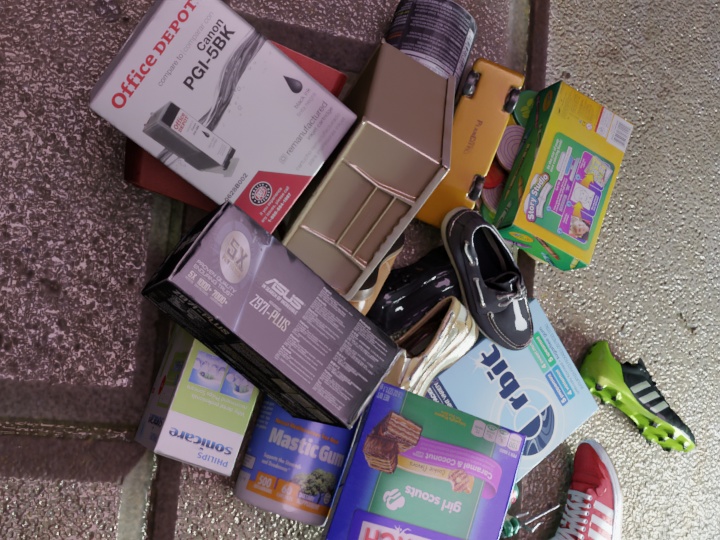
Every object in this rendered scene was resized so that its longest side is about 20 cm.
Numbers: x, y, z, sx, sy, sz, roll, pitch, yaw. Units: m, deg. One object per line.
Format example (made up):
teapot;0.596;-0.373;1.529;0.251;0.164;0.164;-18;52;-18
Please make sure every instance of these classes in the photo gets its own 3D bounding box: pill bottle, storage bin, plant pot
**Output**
pill bottle;-0.058;0.167;0.994;0.111;0.112;0.203;21;78;-18
storage bin;0.004;-0.104;0.929;0.093;0.199;0.201;28;34;-13
pill bottle;0.063;-0.219;1.083;0.105;0.106;0.202;23;77;-18
plant pot;-0.156;-0.153;0.952;0.198;0.200;0.178;20;89;-19

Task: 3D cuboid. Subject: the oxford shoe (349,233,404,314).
oxford shoe;0.000;0.000;1.028;0.070;0.200;0.072;18;121;9

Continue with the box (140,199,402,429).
box;-0.086;0.044;0.811;0.200;0.163;0.087;41;73;-12

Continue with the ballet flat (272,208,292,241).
ballet flat;-0.060;-0.012;1.037;0.067;0.062;0.201;-35;98;-21

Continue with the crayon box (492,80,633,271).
crayon box;0.252;-0.117;1.121;0.118;0.058;0.202;25;76;-17

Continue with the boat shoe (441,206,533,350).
boat shoe;0.158;0.019;1.055;0.072;0.063;0.201;-34;113;-13

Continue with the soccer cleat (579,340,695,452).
soccer cleat;0.376;0.169;1.195;0.199;0.067;0.082;37;60;-14

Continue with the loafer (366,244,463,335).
loafer;0.089;0.020;1.098;0.199;0.068;0.071;-24;123;-26

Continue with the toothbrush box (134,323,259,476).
toothbrush box;-0.156;0.099;0.944;0.085;0.145;0.203;21;78;-19

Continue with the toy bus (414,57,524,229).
toy bus;0.128;-0.146;1.076;0.064;0.078;0.202;21;99;1

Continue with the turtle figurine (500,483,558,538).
turtle figurine;0.119;0.287;1.042;0.197;0.150;0.102;-13;60;-10

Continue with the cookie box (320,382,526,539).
cookie box;0.061;0.242;0.934;0.169;0.075;0.202;20;72;1

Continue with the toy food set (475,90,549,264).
toy food set;0.224;-0.123;1.168;0.197;0.049;0.202;31;75;-16

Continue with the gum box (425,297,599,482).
gum box;0.181;0.161;1.126;0.199;0.044;0.171;-34;98;-20

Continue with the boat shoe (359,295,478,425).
boat shoe;0.048;0.108;1.047;0.200;0.071;0.076;-47;133;-11

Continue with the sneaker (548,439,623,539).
sneaker;0.267;0.320;1.132;0.111;0.071;0.203;-4;88;-25

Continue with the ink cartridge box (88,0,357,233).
ink cartridge box;-0.126;-0.150;0.823;0.199;0.083;0.147;36;96;-21
